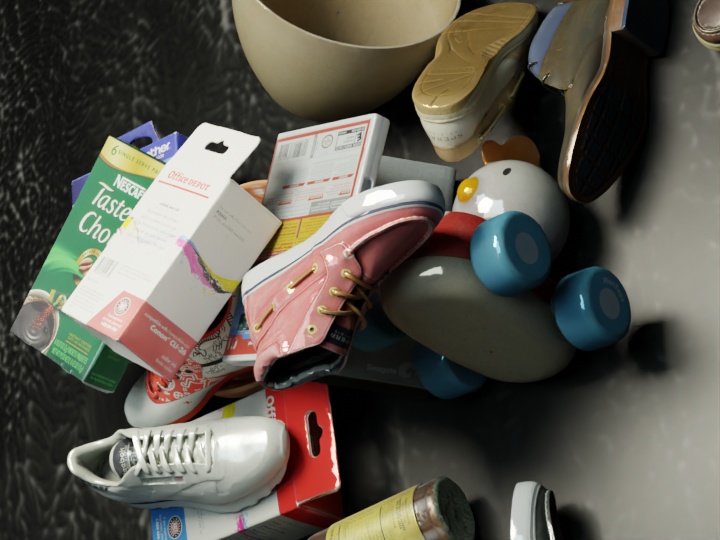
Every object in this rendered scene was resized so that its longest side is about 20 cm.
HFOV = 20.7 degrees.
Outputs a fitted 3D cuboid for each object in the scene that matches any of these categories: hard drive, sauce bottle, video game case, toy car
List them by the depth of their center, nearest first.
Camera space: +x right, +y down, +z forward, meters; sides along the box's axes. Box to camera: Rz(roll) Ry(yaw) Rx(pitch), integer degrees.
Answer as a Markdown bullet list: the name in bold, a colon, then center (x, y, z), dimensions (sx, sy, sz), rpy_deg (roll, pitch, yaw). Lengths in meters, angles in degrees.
- **toy car**: center (0.102, -0.028, 1.551), dimensions (0.184, 0.177, 0.201), rpy_deg (-24, 45, 42)
- **video game case**: center (-0.045, -0.022, 1.576), dimensions (0.143, 0.017, 0.201), rpy_deg (-6, 67, 54)
- **sauce bottle**: center (-0.002, 0.230, 1.585), dimensions (0.200, 0.065, 0.065), rpy_deg (-29, 57, 28)
- **hard drive**: center (0.000, 0.000, 1.638), dimensions (0.139, 0.033, 0.201), rpy_deg (9, 69, -5)

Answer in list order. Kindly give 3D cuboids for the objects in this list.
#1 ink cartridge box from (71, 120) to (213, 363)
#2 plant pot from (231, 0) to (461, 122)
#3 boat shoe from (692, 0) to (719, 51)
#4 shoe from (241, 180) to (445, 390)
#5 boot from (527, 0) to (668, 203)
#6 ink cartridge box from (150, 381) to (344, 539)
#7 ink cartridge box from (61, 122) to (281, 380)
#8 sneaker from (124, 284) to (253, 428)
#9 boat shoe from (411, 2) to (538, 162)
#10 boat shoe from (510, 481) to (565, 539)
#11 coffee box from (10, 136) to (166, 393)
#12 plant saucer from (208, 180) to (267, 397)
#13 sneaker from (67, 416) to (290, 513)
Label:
- **ink cartridge box**: center (-0.190, -0.034, 1.792), dimensions (0.136, 0.076, 0.201), rpy_deg (-23, 58, 29)
- **plant pot**: center (-0.025, -0.208, 1.719), dimensions (0.201, 0.200, 0.135), rpy_deg (61, 148, 36)
- **boat shoe**: center (0.322, -0.261, 1.523), dimensions (0.200, 0.072, 0.072), rpy_deg (-47, 50, 14)
- **shoe**: center (-0.009, 0.015, 1.447), dimensions (0.200, 0.071, 0.091), rpy_deg (-31, 54, 36)
- **boot**: center (0.180, -0.143, 1.596), dimensions (0.097, 0.075, 0.201), rpy_deg (0, 62, 48)
- **ink cartridge box**: center (-0.085, 0.172, 1.669), dimensions (0.200, 0.067, 0.117), rpy_deg (-24, 59, 29)
- **ink cartridge box**: center (-0.144, -0.019, 1.614), dimensions (0.200, 0.067, 0.116), rpy_deg (-55, 32, -9)
- **sneaker**: center (-0.154, 0.070, 1.696), dimensions (0.201, 0.108, 0.067), rpy_deg (-28, 56, 26)
- **boat shoe**: center (0.097, -0.157, 1.624), dimensions (0.073, 0.069, 0.200), rpy_deg (5, 34, 27)
- **boat shoe**: center (0.150, 0.252, 1.461), dimensions (0.056, 0.069, 0.201), rpy_deg (-11, 66, 14)
- **coffee box**: center (-0.218, -0.008, 1.722), dimensions (0.123, 0.044, 0.200), rpy_deg (29, 91, 41)
- **plant saucer**: center (-0.098, 0.018, 1.767), dimensions (0.200, 0.032, 0.201), rpy_deg (-15, 63, 32)
- **sneaker**: center (-0.149, 0.158, 1.627), dimensions (0.199, 0.080, 0.077), rpy_deg (-15, 61, 31)
